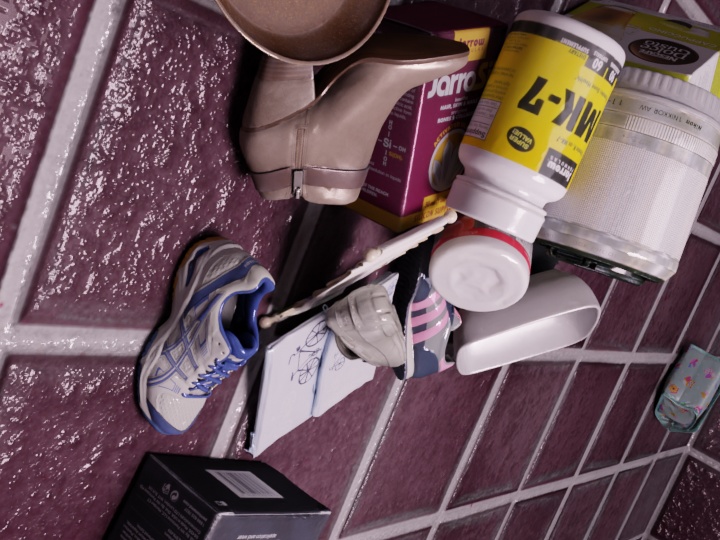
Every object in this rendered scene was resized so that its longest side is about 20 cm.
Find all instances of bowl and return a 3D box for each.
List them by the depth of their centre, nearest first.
[{"bbox_3d":[0.215,0.067,1.191,0.199,0.075,0.200,-17,159,2],"label":"bowl"}]

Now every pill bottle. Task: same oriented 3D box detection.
[{"bbox_3d":[0.164,-0.136,0.853,0.114,0.114,0.201,15,100,-55],"label":"pill bottle"},{"bbox_3d":[0.145,-0.061,1.013,0.111,0.110,0.200,76,22,-45],"label":"pill bottle"}]

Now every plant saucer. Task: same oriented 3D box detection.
[{"bbox_3d":[-0.054,-0.262,0.690,0.200,0.037,0.201,-8,102,-41],"label":"plant saucer"}]

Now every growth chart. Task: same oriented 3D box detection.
[{"bbox_3d":[0.000,0.000,0.899,0.145,0.018,0.200,-26,175,-46],"label":"growth chart"}]

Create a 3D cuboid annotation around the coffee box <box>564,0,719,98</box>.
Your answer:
[{"bbox_3d":[0.331,-0.205,1.114,0.198,0.199,0.201,-36,139,-43],"label":"coffee box"}]

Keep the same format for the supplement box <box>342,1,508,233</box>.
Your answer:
[{"bbox_3d":[0.057,-0.158,0.890,0.131,0.103,0.201,-21,129,-43],"label":"supplement box"}]

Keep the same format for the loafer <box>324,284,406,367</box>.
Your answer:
[{"bbox_3d":[0.007,0.064,0.931,0.070,0.070,0.200,-16,158,4],"label":"loafer"}]

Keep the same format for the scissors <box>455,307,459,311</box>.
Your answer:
[{"bbox_3d":[0.100,0.044,1.172,0.073,0.014,0.200,-56,147,-13],"label":"scissors"}]

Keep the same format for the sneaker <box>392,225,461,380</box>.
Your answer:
[{"bbox_3d":[0.084,0.037,1.068,0.082,0.070,0.201,-4,118,-19],"label":"sneaker"}]

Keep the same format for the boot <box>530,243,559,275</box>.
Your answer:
[{"bbox_3d":[0.221,-0.039,1.170,0.162,0.073,0.198,5,136,-46],"label":"boot"}]

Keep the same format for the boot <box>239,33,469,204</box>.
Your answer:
[{"bbox_3d":[-0.008,-0.131,0.783,0.199,0.070,0.147,0,120,-4],"label":"boot"}]

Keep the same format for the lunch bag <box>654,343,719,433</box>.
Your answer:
[{"bbox_3d":[0.832,0.311,2.226,0.171,0.122,0.200,-52,153,-18],"label":"lunch bag"}]

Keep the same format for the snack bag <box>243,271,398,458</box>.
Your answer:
[{"bbox_3d":[-0.042,0.106,0.990,0.200,0.021,0.189,-29,146,-38],"label":"snack bag"}]

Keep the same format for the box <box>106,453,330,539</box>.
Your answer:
[{"bbox_3d":[-0.163,0.309,0.918,0.197,0.117,0.201,25,92,-56],"label":"box"}]

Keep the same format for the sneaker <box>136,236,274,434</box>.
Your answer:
[{"bbox_3d":[-0.142,0.073,0.807,0.075,0.088,0.201,-4,118,-53],"label":"sneaker"}]

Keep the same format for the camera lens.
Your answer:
[{"bbox_3d":[0.276,-0.094,0.924,0.160,0.160,0.201,14,95,-55],"label":"camera lens"}]
